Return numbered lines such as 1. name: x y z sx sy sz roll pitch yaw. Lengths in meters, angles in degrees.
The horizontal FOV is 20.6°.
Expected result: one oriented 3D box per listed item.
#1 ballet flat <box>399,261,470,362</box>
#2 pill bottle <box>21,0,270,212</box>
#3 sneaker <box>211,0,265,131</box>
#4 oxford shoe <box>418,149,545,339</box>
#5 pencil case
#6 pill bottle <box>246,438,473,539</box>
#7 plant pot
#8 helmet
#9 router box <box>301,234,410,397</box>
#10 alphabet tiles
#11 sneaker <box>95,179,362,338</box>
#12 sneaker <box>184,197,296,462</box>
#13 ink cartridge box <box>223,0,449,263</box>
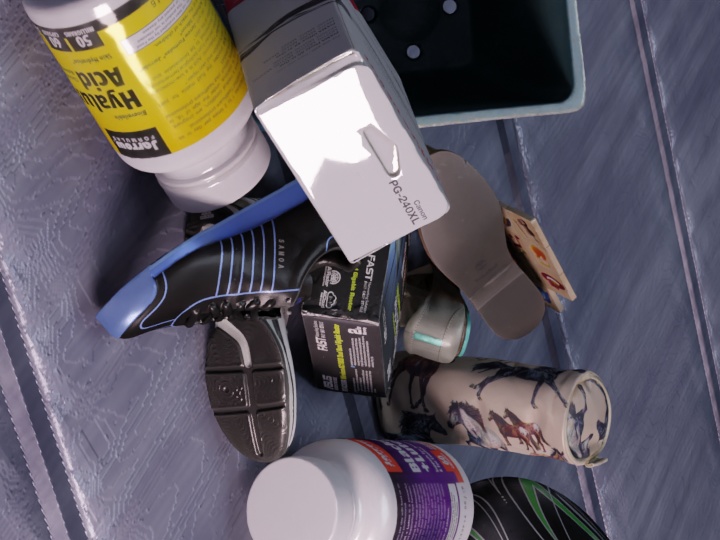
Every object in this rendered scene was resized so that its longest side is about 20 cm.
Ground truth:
1. ballet flat: 0.060 0.025 1.724 0.200 0.064 0.068 -87 -171 -74
2. pill bottle: -0.140 -0.138 1.368 0.200 0.111 0.111 59 40 -37
3. sneaker: -0.070 -0.205 1.506 0.079 0.095 0.200 -46 126 -52
4. oxford shoe: 0.085 -0.028 1.647 0.200 0.071 0.071 61 -4 -38
5. pencil case: 0.114 0.119 1.686 0.078 0.200 0.090 -38 125 -50
6. pill bottle: -0.002 0.189 1.569 0.200 0.111 0.112 9 79 -59
7. plant pot: 0.055 -0.216 1.611 0.200 0.195 0.197 -159 -117 -80
8. helmet: 0.130 0.273 1.707 0.191 0.200 0.200 44 29 15
9. router box: 0.000 0.000 1.562 0.200 0.062 0.150 82 17 -70
10. alphabet tiles: 0.102 -0.042 1.704 0.008 0.200 0.167 -44 131 -15
11. sneaker: -0.088 0.007 1.404 0.200 0.070 0.078 -32 85 -23
12. sneaker: -0.063 0.039 1.515 0.115 0.076 0.201 -19 101 -56
13. ink cartridge box: -0.020 -0.122 1.384 0.145 0.083 0.200 57 9 -32
